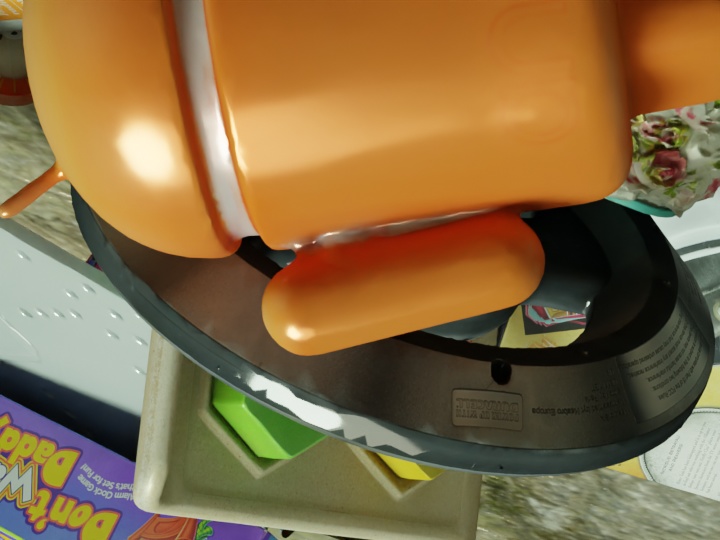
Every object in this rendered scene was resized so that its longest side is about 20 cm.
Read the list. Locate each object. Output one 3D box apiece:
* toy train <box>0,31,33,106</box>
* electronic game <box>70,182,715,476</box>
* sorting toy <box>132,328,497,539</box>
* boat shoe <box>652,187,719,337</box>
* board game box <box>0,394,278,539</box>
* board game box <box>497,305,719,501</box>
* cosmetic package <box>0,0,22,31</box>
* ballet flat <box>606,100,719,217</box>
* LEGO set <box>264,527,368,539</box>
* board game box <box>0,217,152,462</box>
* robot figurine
[{"bbox_3d":[-0.139,-0.058,1.037,0.200,0.056,0.150,-11,148,15],"label":"toy train"},{"bbox_3d":[0.011,-0.007,0.775,0.200,0.200,0.042,19,119,-3],"label":"electronic game"},{"bbox_3d":[0.000,0.000,0.913,0.036,0.185,0.200,1,172,36],"label":"sorting toy"},{"bbox_3d":[0.148,-0.014,0.873,0.071,0.072,0.200,55,155,-8],"label":"boat shoe"},{"bbox_3d":[-0.090,0.108,0.994,0.200,0.045,0.134,22,162,37],"label":"board game box"},{"bbox_3d":[0.129,0.008,1.012,0.135,0.035,0.200,17,137,1],"label":"board game box"},{"bbox_3d":[-0.178,-0.138,0.936,0.200,0.071,0.101,0,152,37],"label":"cosmetic package"},{"bbox_3d":[0.023,-0.076,0.763,0.200,0.076,0.064,17,125,-6],"label":"ballet flat"},{"bbox_3d":[-0.014,0.026,1.068,0.116,0.200,0.154,16,177,13],"label":"LEGO set"},{"bbox_3d":[-0.142,0.006,0.970,0.200,0.026,0.200,30,157,15],"label":"board game box"},{"bbox_3d":[0.000,-0.067,0.676,0.200,0.117,0.144,-9,118,5],"label":"robot figurine"}]
